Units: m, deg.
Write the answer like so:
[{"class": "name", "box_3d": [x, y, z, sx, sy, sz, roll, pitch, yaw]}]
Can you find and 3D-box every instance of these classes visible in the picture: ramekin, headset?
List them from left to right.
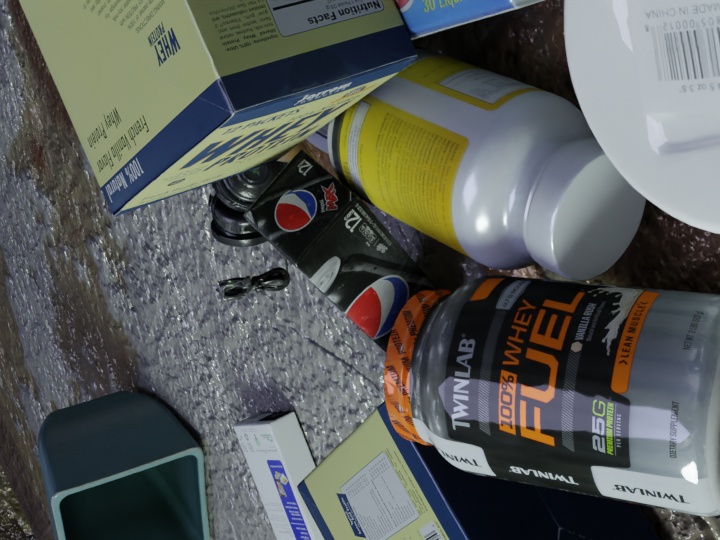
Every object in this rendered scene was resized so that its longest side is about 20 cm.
[{"class": "headset", "box_3d": [-0.115, -0.064, 1.024, 0.124, 0.094, 0.201, 105, 145, -56]}, {"class": "ramekin", "box_3d": [0.188, -0.113, 0.525, 0.200, 0.097, 0.201, 35, 136, 42]}]

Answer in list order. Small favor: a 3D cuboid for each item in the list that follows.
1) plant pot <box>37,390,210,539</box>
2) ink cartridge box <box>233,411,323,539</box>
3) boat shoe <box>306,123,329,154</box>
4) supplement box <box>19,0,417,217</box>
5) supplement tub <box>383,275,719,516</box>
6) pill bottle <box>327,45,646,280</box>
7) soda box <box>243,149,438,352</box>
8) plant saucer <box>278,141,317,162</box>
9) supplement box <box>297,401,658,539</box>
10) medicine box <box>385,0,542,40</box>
[{"class": "plant pot", "box_3d": [-0.331, 0.274, 1.513, 0.200, 0.195, 0.197, 49, 146, 46]}, {"class": "ink cartridge box", "box_3d": [-0.071, 0.252, 1.226, 0.099, 0.039, 0.201, -14, 96, 59]}, {"class": "boat shoe", "box_3d": [-0.035, -0.170, 0.854, 0.202, 0.074, 0.086, 55, 165, 31]}, {"class": "supplement box", "box_3d": [-0.103, -0.169, 0.697, 0.200, 0.134, 0.201, -25, 88, 56]}, {"class": "supplement tub", "box_3d": [0.122, 0.067, 0.663, 0.199, 0.122, 0.123, 4, 115, 30]}, {"class": "pill bottle", "box_3d": [0.077, -0.067, 0.713, 0.200, 0.112, 0.112, 32, 135, 45]}, {"class": "soda box", "box_3d": [0.000, 0.000, 0.825, 0.071, 0.063, 0.200, 42, 178, 37]}, {"class": "plant saucer", "box_3d": [-0.109, -0.157, 0.917, 0.200, 0.035, 0.200, 52, 180, 0]}, {"class": "supplement box", "box_3d": [0.082, 0.189, 0.835, 0.201, 0.134, 0.200, 60, 148, 14]}, {"class": "medicine box", "box_3d": [0.042, -0.245, 0.661, 0.182, 0.103, 0.201, 1, 111, 57]}]
